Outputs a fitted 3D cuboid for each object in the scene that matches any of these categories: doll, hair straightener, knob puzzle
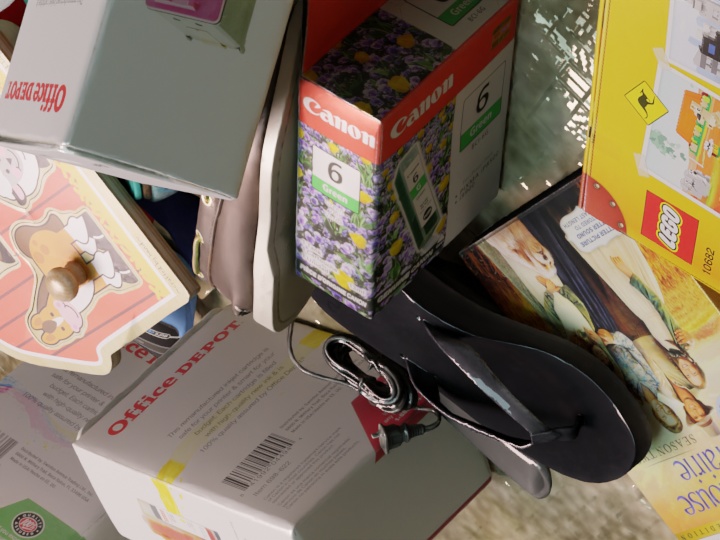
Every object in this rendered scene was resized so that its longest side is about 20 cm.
[{"bbox_3d":[-0.145,-0.071,1.212,0.200,0.048,0.136,43,-168,-4],"label":"doll"},{"bbox_3d":[0.028,0.060,1.149,0.200,0.077,0.041,37,149,21],"label":"hair straightener"},{"bbox_3d":[-0.204,-0.017,1.179,0.218,0.030,0.221,20,131,24],"label":"knob puzzle"}]

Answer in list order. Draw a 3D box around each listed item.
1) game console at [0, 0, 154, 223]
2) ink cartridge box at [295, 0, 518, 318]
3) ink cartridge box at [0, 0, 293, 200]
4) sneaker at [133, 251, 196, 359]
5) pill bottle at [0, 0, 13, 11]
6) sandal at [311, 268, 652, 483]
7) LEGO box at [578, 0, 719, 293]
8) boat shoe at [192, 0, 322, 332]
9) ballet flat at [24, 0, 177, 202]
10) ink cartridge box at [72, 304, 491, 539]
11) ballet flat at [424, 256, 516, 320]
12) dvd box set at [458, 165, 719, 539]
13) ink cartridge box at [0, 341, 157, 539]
[{"bbox_3d":[-0.253,-0.068,1.283,0.171,0.119,0.201,-13,115,31],"label":"game console"},{"bbox_3d":[0.022,-0.083,0.968,0.050,0.109,0.201,31,145,22],"label":"ink cartridge box"},{"bbox_3d":[-0.086,-0.138,0.933,0.084,0.201,0.144,18,179,-23],"label":"ink cartridge box"},{"bbox_3d":[-0.187,0.002,1.374,0.199,0.071,0.083,27,137,29],"label":"sneaker"},{"bbox_3d":[-0.203,-0.194,1.054,0.200,0.110,0.111,-109,-3,-62],"label":"pill bottle"},{"bbox_3d":[0.051,0.051,1.057,0.199,0.043,0.076,30,139,15],"label":"sandal"},{"bbox_3d":[0.170,-0.077,0.813,0.149,0.077,0.201,33,146,26],"label":"LEGO box"},{"bbox_3d":[-0.046,-0.059,1.002,0.059,0.072,0.201,26,137,19],"label":"boat shoe"},{"bbox_3d":[-0.134,-0.127,1.162,0.201,0.074,0.074,60,153,19],"label":"ballet flat"},{"bbox_3d":[-0.047,0.109,1.237,0.199,0.145,0.084,16,138,44],"label":"ink cartridge box"},{"bbox_3d":[0.000,0.000,1.125,0.199,0.066,0.057,32,113,24],"label":"ballet flat"},{"bbox_3d":[0.147,0.042,1.020,0.200,0.029,0.146,53,149,-3],"label":"dvd box set"},{"bbox_3d":[-0.183,0.129,1.383,0.145,0.200,0.088,26,146,33],"label":"ink cartridge box"}]
